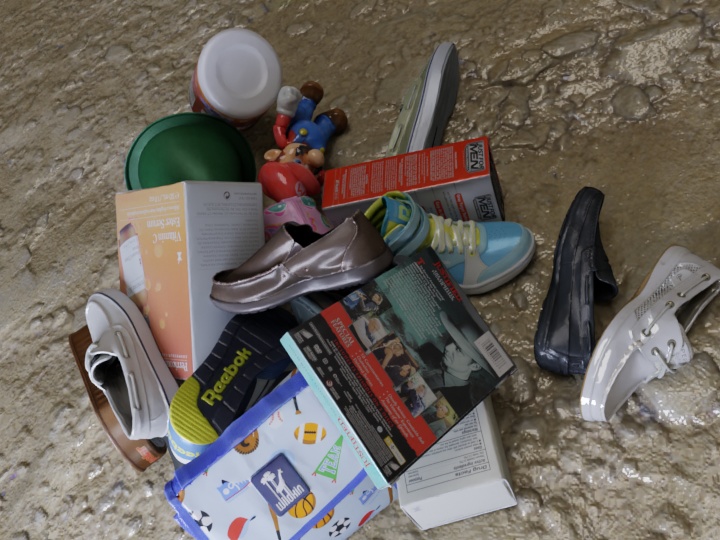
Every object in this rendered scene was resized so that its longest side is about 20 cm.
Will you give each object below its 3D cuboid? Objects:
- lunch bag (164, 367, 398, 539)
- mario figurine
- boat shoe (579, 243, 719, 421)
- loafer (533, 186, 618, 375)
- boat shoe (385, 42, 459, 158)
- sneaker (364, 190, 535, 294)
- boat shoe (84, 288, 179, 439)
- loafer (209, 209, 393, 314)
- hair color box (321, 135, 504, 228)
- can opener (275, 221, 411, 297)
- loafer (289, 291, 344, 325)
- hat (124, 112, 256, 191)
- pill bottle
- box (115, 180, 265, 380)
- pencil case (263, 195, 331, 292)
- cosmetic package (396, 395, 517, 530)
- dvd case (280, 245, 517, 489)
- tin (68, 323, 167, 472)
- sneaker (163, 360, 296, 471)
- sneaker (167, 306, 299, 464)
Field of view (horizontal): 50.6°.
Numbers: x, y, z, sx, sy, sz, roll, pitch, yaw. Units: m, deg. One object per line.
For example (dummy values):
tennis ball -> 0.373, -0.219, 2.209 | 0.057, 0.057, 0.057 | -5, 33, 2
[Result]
lunch bag -> -0.065, 0.189, 0.697 | 0.169, 0.201, 0.124 | -38, 51, -6
mario figurine -> -0.060, -0.161, 0.982 | 0.120, 0.107, 0.203 | 16, 49, -2
boat shoe -> 0.276, 0.063, 0.710 | 0.068, 0.071, 0.201 | 26, 70, 37
loafer -> 0.228, 0.010, 0.774 | 0.069, 0.068, 0.205 | 10, 68, 20
boat shoe -> 0.080, -0.212, 0.985 | 0.060, 0.072, 0.204 | 7, 64, 24
sneaker -> 0.086, -0.036, 0.824 | 0.195, 0.131, 0.081 | -13, 51, 15
boat shoe -> -0.256, 0.097, 0.803 | 0.201, 0.065, 0.073 | 53, 127, 29
loafer -> -0.065, -0.014, 0.744 | 0.195, 0.073, 0.073 | -15, 14, 18
hair color box -> 0.063, -0.080, 0.884 | 0.194, 0.102, 0.063 | -9, 52, 17
can opener -> 0.000, 0.000, 0.797 | 0.197, 0.055, 0.066 | 27, 37, 28
loafer -> 0.007, 0.075, 0.746 | 0.062, 0.073, 0.199 | -31, 50, -24
hat -> -0.189, -0.083, 0.940 | 0.194, 0.170, 0.177 | -4, 33, -16
pill bottle -> -0.178, -0.248, 1.048 | 0.113, 0.112, 0.199 | -48, 12, -13
box -> -0.188, 0.010, 0.851 | 0.150, 0.105, 0.207 | -3, 91, 44
pencil case -> -0.046, 0.006, 0.874 | 0.086, 0.088, 0.202 | -32, 58, 0
cosmetic package -> 0.079, 0.134, 0.750 | 0.101, 0.074, 0.204 | -17, 53, 12
dvd case -> 0.041, 0.075, 0.669 | 0.198, 0.022, 0.147 | -30, 80, -40
tin -> -0.281, 0.142, 0.884 | 0.041, 0.113, 0.201 | -30, 51, -12
sneaker -> -0.114, 0.173, 0.825 | 0.195, 0.075, 0.109 | -19, 69, 4
sneaker -> -0.126, 0.110, 0.759 | 0.073, 0.083, 0.200 | 34, 43, 9
